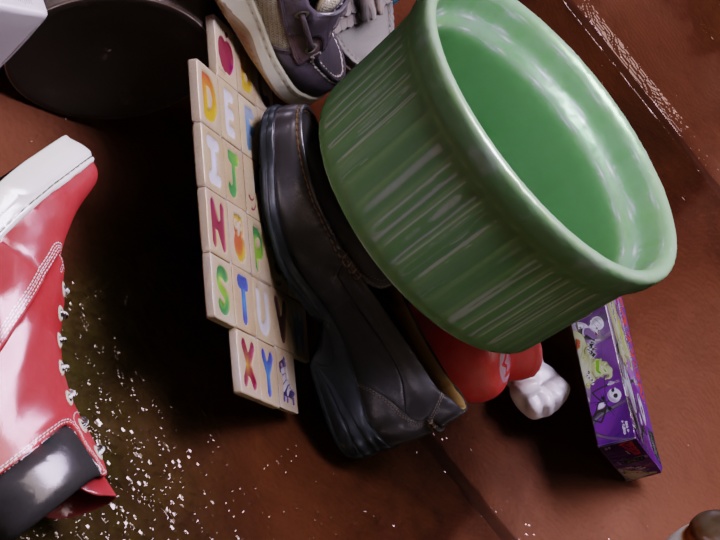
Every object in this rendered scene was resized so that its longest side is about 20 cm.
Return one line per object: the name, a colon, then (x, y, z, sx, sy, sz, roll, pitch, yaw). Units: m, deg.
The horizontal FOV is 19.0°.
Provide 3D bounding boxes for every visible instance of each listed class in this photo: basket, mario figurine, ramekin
basket: (-0.144, -0.196, 1.182, 0.180, 0.136, 0.200, 12, 55, -29)
mario figurine: (0.095, 0.007, 1.297, 0.123, 0.106, 0.200, 32, 35, -8)
ramekin: (0.070, -0.052, 1.161, 0.200, 0.098, 0.200, 38, 29, -26)

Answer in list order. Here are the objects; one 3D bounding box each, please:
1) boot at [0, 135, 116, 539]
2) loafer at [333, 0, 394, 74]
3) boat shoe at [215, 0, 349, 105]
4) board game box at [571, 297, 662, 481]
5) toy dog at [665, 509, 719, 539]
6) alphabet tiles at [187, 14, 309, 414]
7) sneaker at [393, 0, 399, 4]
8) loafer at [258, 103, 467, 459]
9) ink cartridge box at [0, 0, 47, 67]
boot: (-0.153, 0.035, 1.025, 0.144, 0.072, 0.200, 45, 44, -12)
loafer: (-0.018, -0.200, 1.233, 0.072, 0.063, 0.200, -38, 121, -32)
boat shoe: (-0.036, -0.150, 1.157, 0.200, 0.065, 0.072, 52, 24, -61)
board game box: (0.147, 0.023, 1.341, 0.120, 0.032, 0.200, 54, 23, -71)
toy dog: (0.218, 0.241, 1.241, 0.194, 0.140, 0.200, 1, 53, -5)
alphabet tiles: (-0.057, -0.027, 1.142, 0.166, 0.006, 0.200, 34, 49, -71)
sneaker: (-0.049, -0.217, 1.355, 0.131, 0.079, 0.200, 60, 26, 7)
loafer: (0.000, 0.000, 1.172, 0.073, 0.072, 0.200, -48, 121, -68)
ink cartridge box: (-0.260, -0.196, 1.087, 0.146, 0.085, 0.200, 4, 55, -47)
